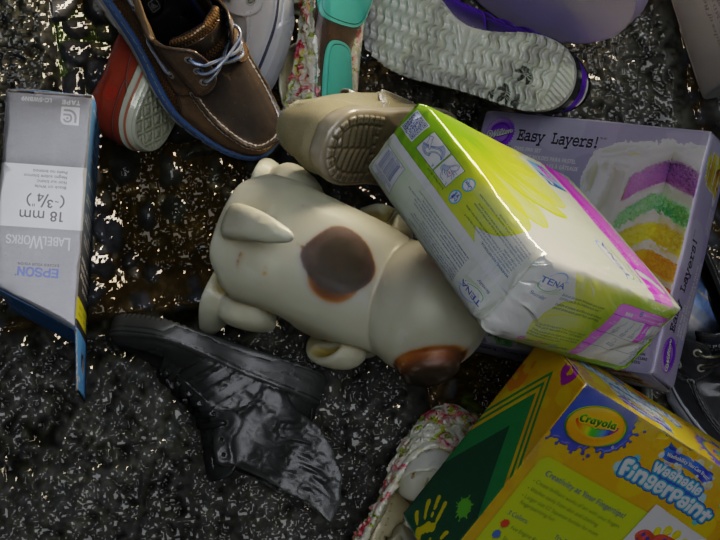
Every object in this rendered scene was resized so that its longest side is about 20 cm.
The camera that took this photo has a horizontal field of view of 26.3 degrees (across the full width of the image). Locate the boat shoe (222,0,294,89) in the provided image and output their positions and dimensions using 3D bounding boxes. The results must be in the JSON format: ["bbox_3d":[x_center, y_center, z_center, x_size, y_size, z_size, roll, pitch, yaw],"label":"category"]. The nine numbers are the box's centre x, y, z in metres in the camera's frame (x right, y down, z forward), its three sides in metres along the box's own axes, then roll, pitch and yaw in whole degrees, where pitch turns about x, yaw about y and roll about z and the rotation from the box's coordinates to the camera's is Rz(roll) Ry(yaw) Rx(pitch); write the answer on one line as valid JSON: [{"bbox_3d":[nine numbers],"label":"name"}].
[{"bbox_3d":[-0.088,-0.226,1.146,0.066,0.073,0.201,0,107,-35],"label":"boat shoe"}]

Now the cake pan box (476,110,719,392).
[{"bbox_3d":[0.156,-0.020,1.142,0.199,0.052,0.185,11,77,34],"label":"cake pan box"}]

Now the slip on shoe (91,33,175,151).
[{"bbox_3d":[-0.150,-0.184,1.167,0.061,0.074,0.201,14,73,27],"label":"slip on shoe"}]

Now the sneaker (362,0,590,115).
[{"bbox_3d":[0.091,-0.166,1.192,0.199,0.099,0.070,29,103,26],"label":"sneaker"}]

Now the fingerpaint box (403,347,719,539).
[{"bbox_3d":[0.159,0.164,1.086,0.199,0.073,0.167,30,103,-31],"label":"fingerpaint box"}]

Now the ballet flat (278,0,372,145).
[{"bbox_3d":[-0.032,-0.180,1.173,0.075,0.064,0.201,14,83,-51],"label":"ballet flat"}]

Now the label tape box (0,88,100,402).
[{"bbox_3d":[-0.222,-0.012,1.090,0.063,0.144,0.202,3,81,-7],"label":"label tape box"}]

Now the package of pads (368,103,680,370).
[{"bbox_3d":[0.111,-0.015,1.015,0.068,0.199,0.155,-47,55,19],"label":"package of pads"}]

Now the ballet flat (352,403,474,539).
[{"bbox_3d":[0.037,0.191,1.130,0.075,0.064,0.201,30,79,-8],"label":"ballet flat"}]

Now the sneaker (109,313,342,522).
[{"bbox_3d":[-0.100,0.107,1.132,0.199,0.060,0.105,18,79,-6],"label":"sneaker"}]

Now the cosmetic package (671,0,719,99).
[{"bbox_3d":[0.342,-0.250,1.172,0.164,0.200,0.166,-15,83,-9],"label":"cosmetic package"}]

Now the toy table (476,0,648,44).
[{"bbox_3d":[0.168,-0.258,1.162,0.117,0.200,0.184,-43,132,-18],"label":"toy table"}]

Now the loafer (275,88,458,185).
[{"bbox_3d":[0.009,-0.099,1.128,0.068,0.200,0.076,30,102,27],"label":"loafer"}]

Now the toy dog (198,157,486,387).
[{"bbox_3d":[0.000,0.000,1.100,0.199,0.194,0.140,21,70,5],"label":"toy dog"}]

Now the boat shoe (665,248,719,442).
[{"bbox_3d":[0.265,0.047,1.187,0.069,0.066,0.201,-16,84,-9],"label":"boat shoe"}]

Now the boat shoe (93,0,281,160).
[{"bbox_3d":[-0.121,-0.159,1.092,0.200,0.072,0.072,48,71,-18],"label":"boat shoe"}]

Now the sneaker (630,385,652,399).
[{"bbox_3d":[0.189,0.048,1.171,0.073,0.079,0.202,-9,82,-8],"label":"sneaker"}]
